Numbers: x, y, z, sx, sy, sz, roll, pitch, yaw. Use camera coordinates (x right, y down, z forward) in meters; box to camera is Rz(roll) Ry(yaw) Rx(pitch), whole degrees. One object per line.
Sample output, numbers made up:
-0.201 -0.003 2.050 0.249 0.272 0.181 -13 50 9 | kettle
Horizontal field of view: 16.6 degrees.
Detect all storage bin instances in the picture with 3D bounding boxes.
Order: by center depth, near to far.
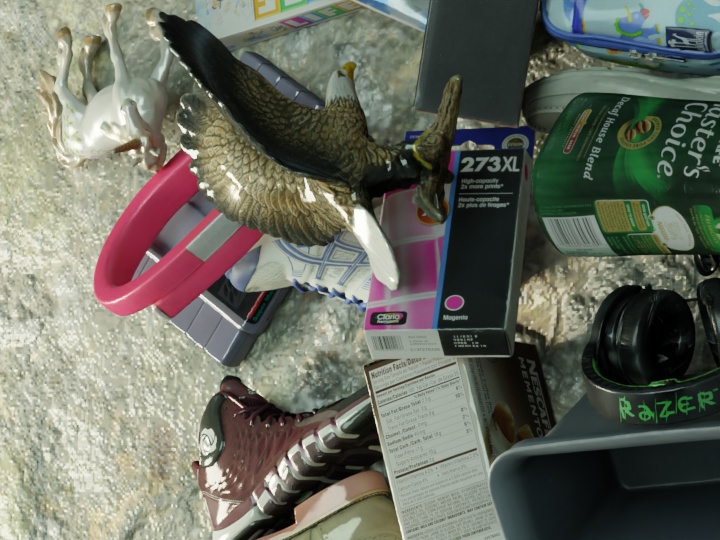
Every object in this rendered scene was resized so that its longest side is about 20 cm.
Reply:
0.205 0.137 1.545 0.199 0.134 0.146 -8 111 30 | storage bin

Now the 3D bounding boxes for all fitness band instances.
-0.112 -0.044 1.749 0.200 0.037 0.144 -40 27 21 | fitness band

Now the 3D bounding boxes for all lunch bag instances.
0.205 -0.232 1.626 0.160 0.082 0.201 12 87 25 | lunch bag

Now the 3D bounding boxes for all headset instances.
0.203 0.024 1.540 0.123 0.200 0.094 -9 112 20 | headset

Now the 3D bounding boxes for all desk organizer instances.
0.086 -0.200 1.645 0.071 0.077 0.201 9 95 3 | desk organizer

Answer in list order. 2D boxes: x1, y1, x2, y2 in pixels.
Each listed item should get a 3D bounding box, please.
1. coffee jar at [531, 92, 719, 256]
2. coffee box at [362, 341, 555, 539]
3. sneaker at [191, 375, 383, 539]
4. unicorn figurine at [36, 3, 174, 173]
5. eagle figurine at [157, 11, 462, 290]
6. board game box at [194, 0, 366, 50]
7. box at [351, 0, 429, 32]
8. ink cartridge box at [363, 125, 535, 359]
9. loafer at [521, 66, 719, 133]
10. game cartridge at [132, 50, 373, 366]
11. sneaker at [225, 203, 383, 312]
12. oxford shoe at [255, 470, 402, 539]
0.212 -0.058 1.524 0.199 0.086 0.105 3 47 35 | coffee jar
0.083 0.150 1.635 0.079 0.114 0.201 -22 71 27 | coffee box
-0.052 0.105 1.747 0.200 0.076 0.116 -41 61 21 | sneaker
-0.182 -0.126 1.847 0.200 0.073 0.138 148 120 -64 | unicorn figurine
-0.037 -0.083 1.596 0.199 0.151 0.153 8 111 3 | eagle figurine
-0.035 -0.251 1.811 0.199 0.034 0.135 -14 76 29 | board game box
0.036 -0.234 1.712 0.199 0.048 0.122 24 96 4 | box
0.062 -0.029 1.635 0.094 0.037 0.201 -2 49 13 | ink cartridge box
0.195 -0.092 1.628 0.199 0.070 0.070 6 77 31 | loafer
-0.086 -0.045 1.814 0.130 0.038 0.201 38 103 34 | game cartridge
0.000 0.000 1.715 0.199 0.075 0.089 -12 82 17 | sneaker
-0.052 0.222 1.731 0.200 0.071 0.074 -38 68 21 | oxford shoe
